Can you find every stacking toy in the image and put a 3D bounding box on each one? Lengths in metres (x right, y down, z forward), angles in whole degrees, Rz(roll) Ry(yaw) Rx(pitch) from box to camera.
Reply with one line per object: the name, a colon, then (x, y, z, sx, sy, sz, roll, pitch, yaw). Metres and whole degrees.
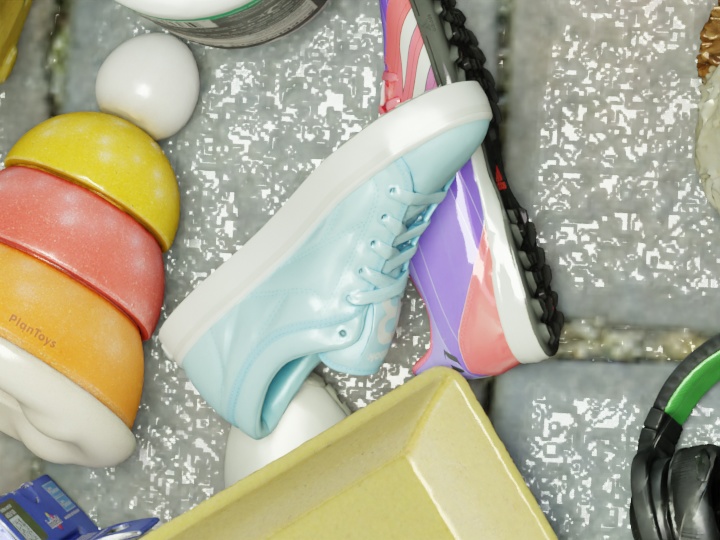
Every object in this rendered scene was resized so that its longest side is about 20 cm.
stacking toy: (-0.128, -0.021, 1.171, 0.146, 0.146, 0.201, 28, 75, 5)

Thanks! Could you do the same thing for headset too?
headset: (0.170, 0.113, 1.122, 0.123, 0.094, 0.201, 10, 75, 32)

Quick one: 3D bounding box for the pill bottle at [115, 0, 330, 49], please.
pill bottle: (-0.062, -0.157, 1.109, 0.113, 0.200, 0.114, 0, 90, 6)

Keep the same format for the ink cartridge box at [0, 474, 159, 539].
ink cartridge box: (-0.182, 0.169, 1.153, 0.200, 0.136, 0.076, -44, 88, 4)

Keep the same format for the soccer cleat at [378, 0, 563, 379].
soccer cleat: (0.033, -0.047, 1.170, 0.073, 0.068, 0.201, -17, 88, 16)

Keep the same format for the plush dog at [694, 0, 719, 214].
plush dog: (0.231, -0.059, 1.120, 0.171, 0.160, 0.201, -13, 89, 29)

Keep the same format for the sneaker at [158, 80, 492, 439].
sneaker: (0.000, 0.000, 1.124, 0.200, 0.074, 0.082, -44, 77, 29)

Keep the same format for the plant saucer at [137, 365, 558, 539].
plant saucer: (0.010, 0.171, 1.105, 0.200, 0.048, 0.200, -28, 87, -35)

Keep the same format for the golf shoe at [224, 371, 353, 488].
golf shoe: (-0.028, 0.145, 1.159, 0.078, 0.097, 0.201, -6, 88, 8)

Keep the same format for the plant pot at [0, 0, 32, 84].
plant pot: (-0.243, -0.152, 1.114, 0.199, 0.196, 0.195, 25, 116, -1)
